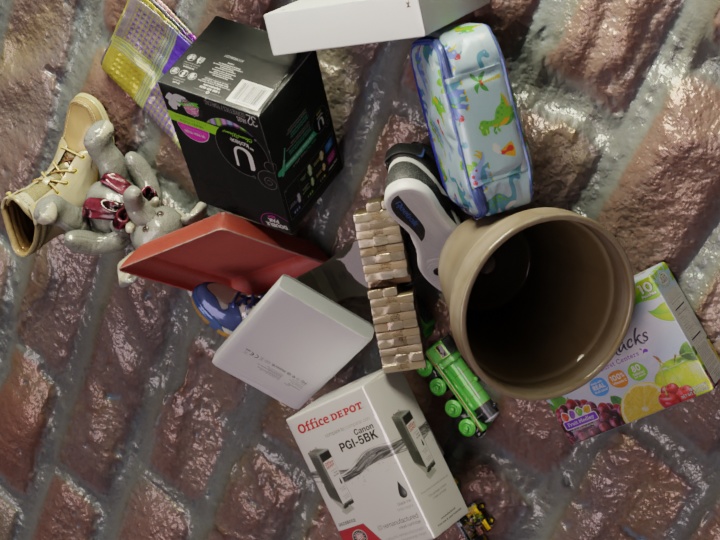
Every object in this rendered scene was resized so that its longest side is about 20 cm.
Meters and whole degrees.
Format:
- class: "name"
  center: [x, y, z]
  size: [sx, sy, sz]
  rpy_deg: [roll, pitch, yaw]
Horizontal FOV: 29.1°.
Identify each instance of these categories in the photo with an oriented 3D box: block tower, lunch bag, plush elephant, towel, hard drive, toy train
- class: "block tower"
  center: [0.036, 0.015, 1.629]
  size: [0.053, 0.058, 0.202]
  rpy_deg: [-9, 99, 8]
- class: "lunch bag"
  center: [0.117, -0.161, 1.488]
  size: [0.082, 0.161, 0.202]
  rpy_deg: [-17, 104, -4]
- class: "plush elephant"
  center: [-0.298, -0.071, 1.813]
  size: [0.154, 0.165, 0.201]
  rpy_deg: [10, 145, 45]
- class: "towel"
  center: [-0.248, -0.249, 1.783]
  size: [0.200, 0.023, 0.144]
  rpy_deg: [47, 128, 9]
- class: "hard drive"
  center: [-0.086, 0.092, 1.714]
  size: [0.131, 0.027, 0.200]
  rpy_deg: [30, 139, -13]
- class: "toy train"
  center: [0.100, 0.114, 1.692]
  size: [0.056, 0.042, 0.201]
  rpy_deg: [-38, 86, 29]

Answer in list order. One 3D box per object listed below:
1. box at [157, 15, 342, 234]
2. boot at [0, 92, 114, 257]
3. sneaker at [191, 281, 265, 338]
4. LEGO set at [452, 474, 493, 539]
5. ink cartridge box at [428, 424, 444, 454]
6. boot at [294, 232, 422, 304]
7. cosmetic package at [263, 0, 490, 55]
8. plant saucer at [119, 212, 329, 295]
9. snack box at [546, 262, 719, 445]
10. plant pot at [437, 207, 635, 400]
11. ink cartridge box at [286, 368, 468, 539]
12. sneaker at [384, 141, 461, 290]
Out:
- class: "box"
  center: [-0.124, -0.168, 1.622]
  size: [0.147, 0.125, 0.201]
  rpy_deg: [21, 148, 25]
- class: "boot"
  center: [-0.408, -0.127, 1.861]
  size: [0.072, 0.155, 0.202]
  rpy_deg: [26, 123, 23]
- class: "sneaker"
  center: [-0.116, 0.054, 1.773]
  size: [0.199, 0.076, 0.088]
  rpy_deg: [27, 127, -10]
- class: "LEGO set"
  center: [0.065, 0.358, 1.771]
  size: [0.199, 0.116, 0.155]
  rpy_deg: [-24, 96, 39]
- class: "ink cartridge box"
  center: [0.025, 0.215, 1.767]
  size: [0.199, 0.068, 0.116]
  rpy_deg: [-27, 92, 40]
- class: "boot"
  center: [0.000, 0.000, 1.700]
  size: [0.198, 0.075, 0.074]
  rpy_deg: [-21, 92, 20]
- class: "cosmetic package"
  center: [0.018, -0.283, 1.500]
  size: [0.198, 0.150, 0.052]
  rpy_deg: [-1, 110, 35]
- class: "plant saucer"
  center: [-0.167, -0.018, 1.743]
  size: [0.198, 0.199, 0.037]
  rpy_deg: [-18, 66, 39]
- class: "snack box"
  center: [0.285, 0.095, 1.544]
  size: [0.199, 0.053, 0.143]
  rpy_deg: [-30, 90, 39]
- class: "plant pot"
  center: [0.168, 0.014, 1.492]
  size: [0.174, 0.198, 0.202]
  rpy_deg: [-136, 37, -65]
- class: "ink cartridge box"
  center: [0.018, 0.235, 1.678]
  size: [0.146, 0.083, 0.201]
  rpy_deg: [-27, 88, 39]
- class: "sneaker"
  center: [0.089, -0.071, 1.602]
  size: [0.072, 0.113, 0.201]
  rpy_deg: [-13, 137, 19]
